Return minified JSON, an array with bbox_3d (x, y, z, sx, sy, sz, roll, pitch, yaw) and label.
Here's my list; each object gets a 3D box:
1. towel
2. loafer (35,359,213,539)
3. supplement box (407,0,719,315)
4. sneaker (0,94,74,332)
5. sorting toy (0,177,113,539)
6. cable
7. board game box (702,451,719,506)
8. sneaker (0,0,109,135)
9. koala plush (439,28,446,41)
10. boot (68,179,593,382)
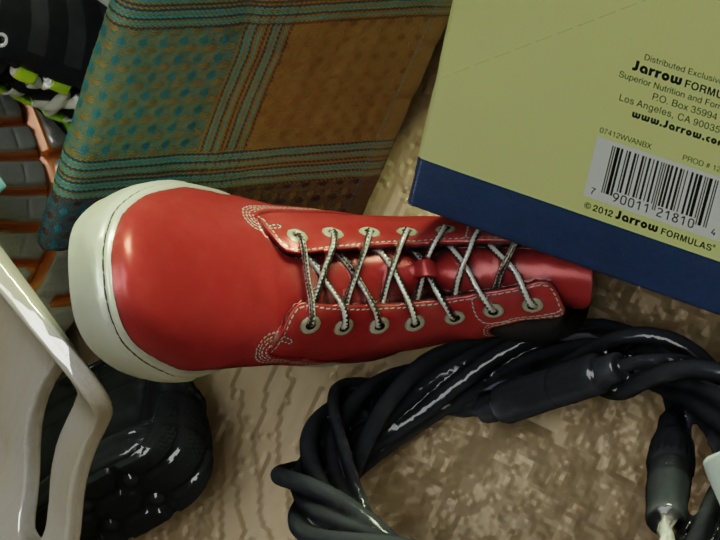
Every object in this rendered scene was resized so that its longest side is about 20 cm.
[{"bbox_3d":[-0.031,-0.089,0.946,0.022,0.146,0.201,59,139,37],"label":"towel"},{"bbox_3d":[-0.148,0.093,1.040,0.200,0.068,0.071,-27,46,16],"label":"loafer"},{"bbox_3d":[0.146,-0.101,0.899,0.199,0.134,0.201,20,115,16],"label":"supplement box"},{"bbox_3d":[-0.166,-0.056,1.063,0.077,0.078,0.201,-23,76,32],"label":"sneaker"},{"bbox_3d":[-0.163,0.029,0.961,0.180,0.107,0.201,42,134,24],"label":"sorting toy"},{"bbox_3d":[0.057,0.070,0.940,0.163,0.051,0.200,-36,35,-14],"label":"cable"},{"bbox_3d":[0.215,0.137,0.874,0.064,0.147,0.201,-32,74,41],"label":"board game box"},{"bbox_3d":[-0.135,-0.087,1.008,0.072,0.083,0.200,-22,115,46],"label":"sneaker"},{"bbox_3d":[-0.040,-0.171,0.968,0.177,0.200,0.185,-26,76,11],"label":"koala plush"},{"bbox_3d":[0.000,0.000,0.919,0.144,0.200,0.073,-6,85,31],"label":"boot"}]
